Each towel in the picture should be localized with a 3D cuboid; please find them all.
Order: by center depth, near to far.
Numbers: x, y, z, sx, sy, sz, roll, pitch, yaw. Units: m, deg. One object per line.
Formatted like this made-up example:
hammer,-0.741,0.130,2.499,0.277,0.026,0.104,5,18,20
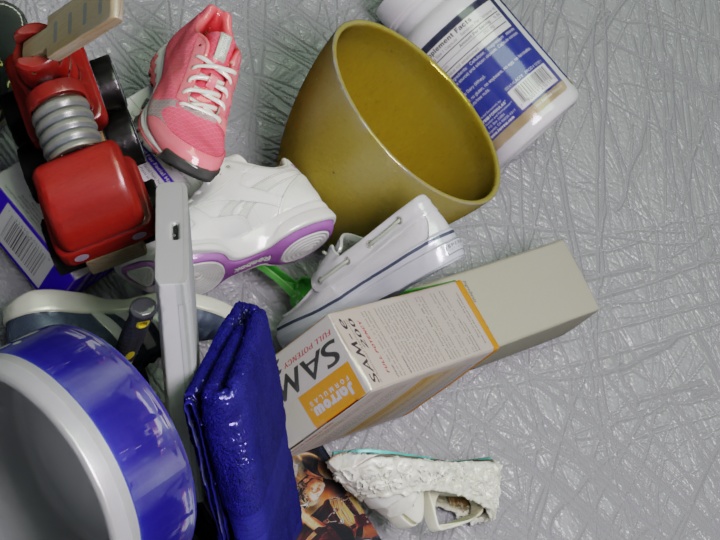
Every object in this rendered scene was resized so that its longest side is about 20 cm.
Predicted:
towel,-0.086,0.142,1.246,0.049,0.202,0.148,-4,25,8

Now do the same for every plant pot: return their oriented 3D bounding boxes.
plant pot,0.005,-0.099,1.502,0.199,0.142,0.201,34,33,-26

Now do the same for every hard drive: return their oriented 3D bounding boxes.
hard drive,-0.134,0.054,1.258,0.026,0.202,0.132,-3,35,-4

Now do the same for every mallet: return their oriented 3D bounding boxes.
mallet,-0.163,0.064,1.226,0.065,0.200,0.042,-5,68,-27

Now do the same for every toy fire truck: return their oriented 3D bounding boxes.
toy fire truck,-0.205,-0.114,1.252,0.128,0.200,0.177,-20,71,-3

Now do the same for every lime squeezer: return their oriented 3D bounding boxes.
lime squeezer,-0.018,0.014,1.477,0.198,0.071,0.038,10,35,-8

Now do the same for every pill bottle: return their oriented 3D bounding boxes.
pill bottle,0.113,-0.210,1.668,0.200,0.116,0.116,50,49,3

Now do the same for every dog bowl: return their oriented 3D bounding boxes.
dog bowl,-0.211,0.143,1.203,0.079,0.200,0.201,-30,81,-40

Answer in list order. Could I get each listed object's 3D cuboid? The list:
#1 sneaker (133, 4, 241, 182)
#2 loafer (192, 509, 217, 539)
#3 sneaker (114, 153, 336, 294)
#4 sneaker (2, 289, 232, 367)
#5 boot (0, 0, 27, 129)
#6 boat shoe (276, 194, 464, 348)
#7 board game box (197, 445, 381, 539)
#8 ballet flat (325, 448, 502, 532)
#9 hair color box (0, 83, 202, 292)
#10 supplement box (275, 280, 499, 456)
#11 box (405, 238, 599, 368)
sneaker,-0.136,-0.154,1.394,0.073,0.087,0.201,24,31,-24
loafer,-0.151,0.209,1.293,0.201,0.070,0.068,56,11,13
sneaker,-0.122,-0.039,1.398,0.199,0.075,0.100,-16,65,-32
sneaker,-0.188,0.066,1.354,0.198,0.075,0.085,0,72,-27
boot,-0.308,-0.172,1.350,0.073,0.154,0.205,21,55,-4
boat shoe,0.000,0.000,1.411,0.073,0.199,0.067,-19,80,-59
board game box,-0.073,0.193,1.369,0.135,0.035,0.201,-26,79,-39
ballet flat,0.054,0.185,1.414,0.199,0.072,0.072,10,57,-45
hair color box,-0.212,-0.066,1.414,0.110,0.065,0.200,50,51,3
supplement box,0.007,0.080,1.394,0.199,0.126,0.074,-13,69,-55
box,0.120,0.039,1.559,0.199,0.068,0.083,-15,73,-38
